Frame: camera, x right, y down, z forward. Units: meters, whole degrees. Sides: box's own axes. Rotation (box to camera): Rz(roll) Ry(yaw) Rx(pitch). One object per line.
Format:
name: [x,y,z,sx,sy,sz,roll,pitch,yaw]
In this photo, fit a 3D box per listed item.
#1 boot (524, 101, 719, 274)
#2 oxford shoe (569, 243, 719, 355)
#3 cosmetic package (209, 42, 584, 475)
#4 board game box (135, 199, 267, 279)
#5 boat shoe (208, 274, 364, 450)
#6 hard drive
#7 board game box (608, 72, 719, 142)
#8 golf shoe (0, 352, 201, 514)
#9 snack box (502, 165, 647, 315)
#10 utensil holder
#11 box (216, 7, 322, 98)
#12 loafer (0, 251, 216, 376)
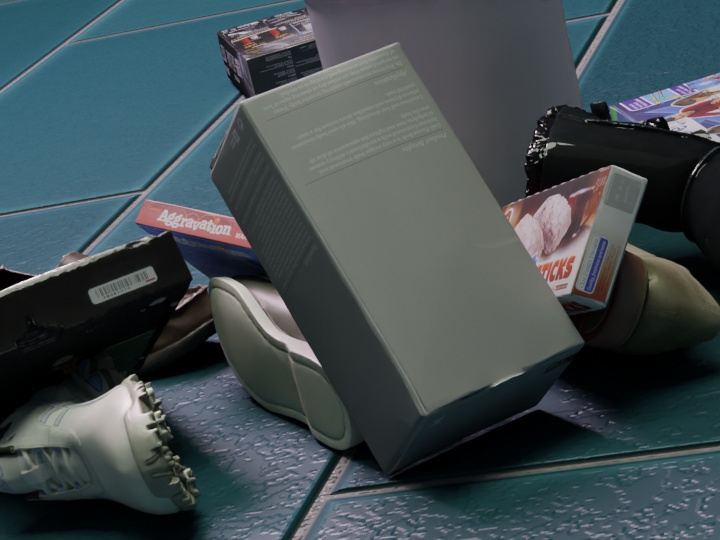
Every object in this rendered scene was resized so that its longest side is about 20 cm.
boot: [0.173,-0.046,1.432,0.162,0.074,0.198,15,14,9]
oxford shoe: [0.144,0.017,1.398,0.074,0.071,0.200,15,7,-11]
cosmetic package: [0.017,-0.007,1.310,0.107,0.200,0.090,-21,-17,-25]
board game box: [-0.029,0.002,1.458,0.200,0.103,0.019,13,74,38]
boat shoe: [-0.027,0.044,1.411,0.060,0.072,0.202,-21,24,-20]
hard drive: [-0.181,0.045,1.425,0.139,0.038,0.200,-22,-13,-21]
board game box: [0.259,-0.096,1.681,0.135,0.035,0.200,-17,17,-5]
golf shoe: [-0.148,0.103,1.332,0.097,0.079,0.200,-25,9,-14]
snack box: [0.105,-0.009,1.366,0.024,0.072,0.200,20,-9,-11]
utensil holder: [0.061,-0.122,1.644,0.169,0.201,0.170,-13,18,4]
box: [-0.018,-0.208,2.246,0.199,0.050,0.158,-17,17,-9]
loafer: [-0.177,0.026,1.587,0.199,0.071,0.073,-4,19,30]
